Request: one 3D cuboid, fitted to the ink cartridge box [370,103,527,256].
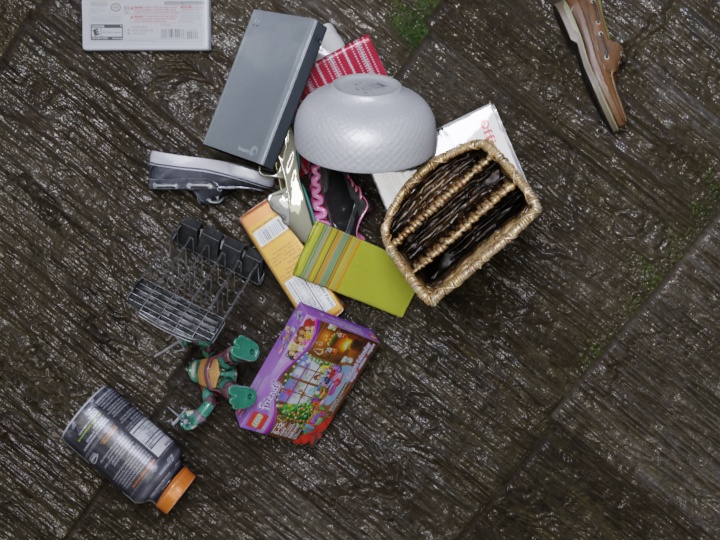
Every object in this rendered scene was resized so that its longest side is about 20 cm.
[{"bbox_3d":[0.128,-0.130,1.289,0.197,0.084,0.147,-24,94,8],"label":"ink cartridge box"}]

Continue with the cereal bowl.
[{"bbox_3d":[0.006,-0.207,1.190,0.195,0.201,0.085,3,120,5],"label":"cereal bowl"}]

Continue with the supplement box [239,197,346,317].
[{"bbox_3d":[-0.099,-0.010,1.332,0.068,0.067,0.202,-30,93,4],"label":"supplement box"}]

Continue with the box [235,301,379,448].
[{"bbox_3d":[-0.078,0.157,1.313,0.135,0.039,0.202,22,107,-32],"label":"box"}]

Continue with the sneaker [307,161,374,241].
[{"bbox_3d":[-0.028,-0.112,1.306,0.093,0.079,0.204,-6,113,-5],"label":"sneaker"}]

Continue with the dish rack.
[{"bbox_3d":[-0.236,0.020,1.288,0.151,0.202,0.055,25,138,3],"label":"dish rack"}]

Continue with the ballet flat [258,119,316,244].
[{"bbox_3d":[-0.110,-0.126,1.269,0.068,0.069,0.205,-11,96,6],"label":"ballet flat"}]

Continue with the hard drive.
[{"bbox_3d":[-0.132,-0.248,1.219,0.138,0.033,0.204,22,92,42],"label":"hard drive"}]

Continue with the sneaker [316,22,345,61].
[{"bbox_3d":[-0.102,-0.268,1.303,0.198,0.073,0.085,-35,89,6],"label":"sneaker"}]

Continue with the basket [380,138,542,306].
[{"bbox_3d":[0.121,-0.077,1.179,0.199,0.149,0.143,-40,94,10],"label":"basket"}]

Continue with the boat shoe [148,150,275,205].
[{"bbox_3d":[-0.223,-0.130,1.329,0.195,0.072,0.069,9,94,7],"label":"boat shoe"}]

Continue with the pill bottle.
[{"bbox_3d":[-0.346,0.278,1.362,0.199,0.106,0.107,41,98,0],"label":"pill bottle"}]

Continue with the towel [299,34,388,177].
[{"bbox_3d":[-0.047,-0.233,1.296,0.197,0.023,0.146,-27,123,7],"label":"towel"}]

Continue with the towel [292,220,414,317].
[{"bbox_3d":[0.000,0.000,1.300,0.197,0.018,0.087,22,102,-30],"label":"towel"}]

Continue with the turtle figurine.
[{"bbox_3d":[-0.224,0.151,1.323,0.198,0.099,0.153,-8,94,48],"label":"turtle figurine"}]

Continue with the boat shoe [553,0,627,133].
[{"bbox_3d":[0.340,-0.297,1.259,0.067,0.072,0.203,-23,93,8],"label":"boat shoe"}]

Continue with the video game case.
[{"bbox_3d":[-0.319,-0.422,1.335,0.195,0.023,0.187,1,96,6],"label":"video game case"}]
